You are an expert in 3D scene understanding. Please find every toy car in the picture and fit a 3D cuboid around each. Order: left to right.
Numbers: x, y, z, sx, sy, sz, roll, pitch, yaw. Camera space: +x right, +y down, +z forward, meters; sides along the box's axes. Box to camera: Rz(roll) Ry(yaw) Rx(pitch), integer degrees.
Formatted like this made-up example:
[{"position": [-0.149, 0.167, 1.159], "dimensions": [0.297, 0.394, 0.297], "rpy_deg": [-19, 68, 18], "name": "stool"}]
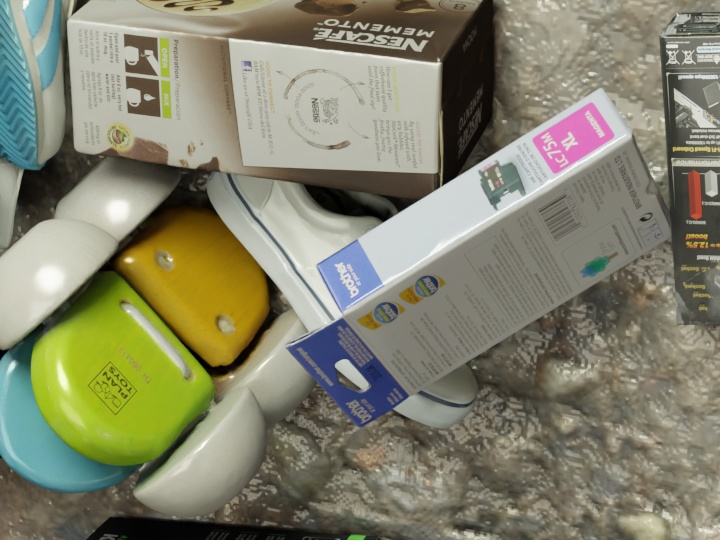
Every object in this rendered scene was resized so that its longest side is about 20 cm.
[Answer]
[{"position": [-0.132, 0.048, 1.102], "dimensions": [0.150, 0.200, 0.175], "rpy_deg": [-35, 101, 33], "name": "toy car"}]

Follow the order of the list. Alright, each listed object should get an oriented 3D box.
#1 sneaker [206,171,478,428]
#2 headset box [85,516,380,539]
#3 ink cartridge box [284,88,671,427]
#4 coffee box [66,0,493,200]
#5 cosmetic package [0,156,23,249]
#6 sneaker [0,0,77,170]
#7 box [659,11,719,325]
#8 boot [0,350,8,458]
[{"position": [0.000, 0.000, 1.101], "dimensions": [0.200, 0.073, 0.071], "rpy_deg": [47, 122, -1], "name": "sneaker"}, {"position": [-0.090, 0.229, 1.166], "dimensions": [0.200, 0.174, 0.093], "rpy_deg": [2, 111, 21], "name": "headset box"}, {"position": [0.059, -0.003, 1.017], "dimensions": [0.200, 0.119, 0.042], "rpy_deg": [-34, 60, 3], "name": "ink cartridge box"}, {"position": [-0.038, -0.104, 1.046], "dimensions": [0.200, 0.113, 0.080], "rpy_deg": [8, 119, 15], "name": "coffee box"}, {"position": [-0.291, -0.068, 1.113], "dimensions": [0.200, 0.113, 0.081], "rpy_deg": [9, 95, -14], "name": "cosmetic package"}, {"position": [-0.172, -0.148, 1.026], "dimensions": [0.076, 0.081, 0.200], "rpy_deg": [19, 123, 35], "name": "sneaker"}, {"position": [0.256, -0.050, 0.999], "dimensions": [0.200, 0.050, 0.158], "rpy_deg": [0, 110, 21], "name": "box"}, {"position": [-0.253, 0.124, 1.240], "dimensions": [0.200, 0.076, 0.168], "rpy_deg": [21, 112, 20], "name": "boot"}]
